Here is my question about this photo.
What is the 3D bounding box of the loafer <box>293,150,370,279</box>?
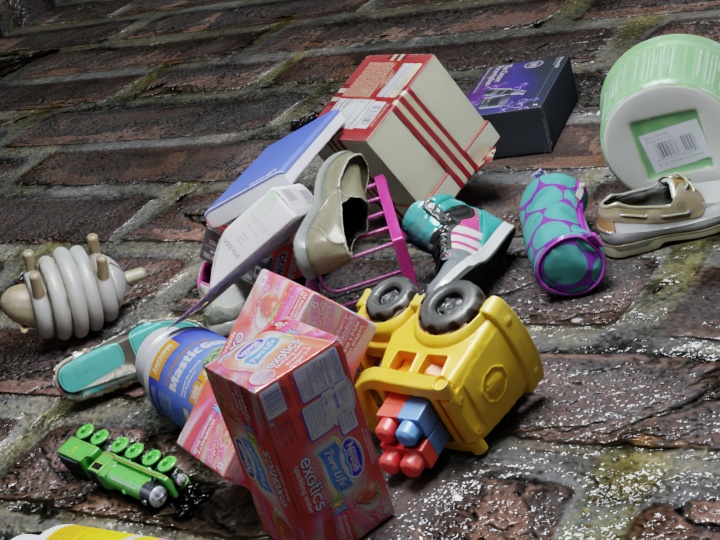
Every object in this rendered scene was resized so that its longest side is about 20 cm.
[{"bbox_3d":[-0.016,-0.064,1.528,0.069,0.075,0.201,-7,40,22],"label":"loafer"}]

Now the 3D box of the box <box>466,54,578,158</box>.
[{"bbox_3d":[0.237,-0.246,2.037,0.140,0.079,0.200,-3,29,23],"label":"box"}]

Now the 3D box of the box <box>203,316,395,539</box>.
[{"bbox_3d":[-0.055,0.158,1.258,0.102,0.201,0.094,-31,29,-26],"label":"box"}]

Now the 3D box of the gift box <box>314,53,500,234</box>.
[{"bbox_3d":[0.064,-0.164,1.815,0.185,0.187,0.200,-50,32,-13],"label":"gift box"}]

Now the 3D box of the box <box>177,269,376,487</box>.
[{"bbox_3d":[-0.084,0.116,1.358,0.102,0.094,0.201,23,86,52],"label":"box"}]

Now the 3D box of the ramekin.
[{"bbox_3d":[0.391,-0.181,1.671,0.199,0.201,0.098,-6,35,23],"label":"ramekin"}]

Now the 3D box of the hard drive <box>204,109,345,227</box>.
[{"bbox_3d":[-0.106,-0.132,1.708,0.131,0.025,0.200,-26,17,31],"label":"hard drive"}]

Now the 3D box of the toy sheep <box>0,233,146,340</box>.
[{"bbox_3d":[-0.387,0.026,1.826,0.199,0.139,0.138,-12,23,-15],"label":"toy sheep"}]

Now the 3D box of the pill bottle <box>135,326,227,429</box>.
[{"bbox_3d":[-0.173,0.126,1.506,0.112,0.113,0.200,-31,29,-26],"label":"pill bottle"}]

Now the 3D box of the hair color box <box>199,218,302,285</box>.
[{"bbox_3d":[-0.104,-0.044,1.757,0.110,0.064,0.200,26,27,23],"label":"hair color box"}]

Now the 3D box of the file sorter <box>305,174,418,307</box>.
[{"bbox_3d":[0.000,0.000,1.618,0.125,0.140,0.200,-18,25,2],"label":"file sorter"}]

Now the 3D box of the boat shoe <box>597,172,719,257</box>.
[{"bbox_3d":[0.380,-0.078,1.611,0.199,0.069,0.075,-20,25,-4],"label":"boat shoe"}]

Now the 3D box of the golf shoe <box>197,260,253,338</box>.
[{"bbox_3d":[-0.173,0.012,1.761,0.075,0.092,0.200,-18,24,4],"label":"golf shoe"}]

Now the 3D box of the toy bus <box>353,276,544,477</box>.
[{"bbox_3d":[0.057,0.119,1.378,0.199,0.136,0.192,5,49,44],"label":"toy bus"}]

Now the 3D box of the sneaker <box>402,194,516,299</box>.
[{"bbox_3d":[0.097,-0.028,1.624,0.120,0.084,0.200,29,36,15],"label":"sneaker"}]

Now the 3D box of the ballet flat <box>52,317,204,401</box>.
[{"bbox_3d":[-0.285,0.108,1.675,0.199,0.076,0.064,-16,-9,-9],"label":"ballet flat"}]

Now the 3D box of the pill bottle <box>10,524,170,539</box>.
[{"bbox_3d":[-0.241,0.288,1.230,0.199,0.105,0.104,1,31,34],"label":"pill bottle"}]

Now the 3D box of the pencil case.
[{"bbox_3d":[0.241,-0.047,1.618,0.092,0.085,0.200,-41,19,20],"label":"pencil case"}]

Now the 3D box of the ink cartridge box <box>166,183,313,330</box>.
[{"bbox_3d":[-0.144,-0.020,1.562,0.200,0.050,0.161,-38,-1,10],"label":"ink cartridge box"}]

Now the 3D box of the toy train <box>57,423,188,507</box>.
[{"bbox_3d":[-0.262,0.214,1.473,0.199,0.042,0.056,11,47,46],"label":"toy train"}]
